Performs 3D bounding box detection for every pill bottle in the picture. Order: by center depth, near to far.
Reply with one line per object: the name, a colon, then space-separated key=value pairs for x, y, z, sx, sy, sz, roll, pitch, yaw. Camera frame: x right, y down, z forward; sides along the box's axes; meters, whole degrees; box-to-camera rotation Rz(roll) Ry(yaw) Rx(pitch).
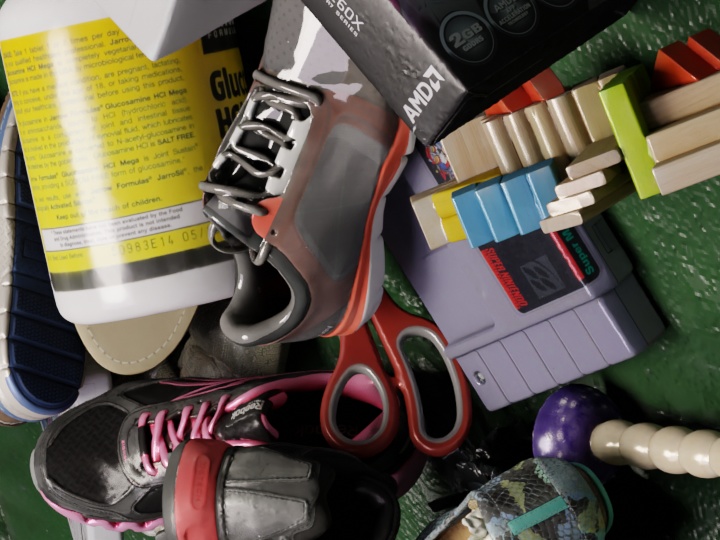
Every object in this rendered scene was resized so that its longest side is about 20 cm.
pill bottle: x=-0.110 y=-0.083 z=1.302 sx=0.112 sy=0.112 sz=0.201 roll=-4 pitch=100 yaw=53

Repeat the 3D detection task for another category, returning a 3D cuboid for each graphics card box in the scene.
graphics card box: x=0.012 y=-0.159 z=1.086 sx=0.200 sy=0.125 sz=0.051 roll=51 pitch=147 yaw=8

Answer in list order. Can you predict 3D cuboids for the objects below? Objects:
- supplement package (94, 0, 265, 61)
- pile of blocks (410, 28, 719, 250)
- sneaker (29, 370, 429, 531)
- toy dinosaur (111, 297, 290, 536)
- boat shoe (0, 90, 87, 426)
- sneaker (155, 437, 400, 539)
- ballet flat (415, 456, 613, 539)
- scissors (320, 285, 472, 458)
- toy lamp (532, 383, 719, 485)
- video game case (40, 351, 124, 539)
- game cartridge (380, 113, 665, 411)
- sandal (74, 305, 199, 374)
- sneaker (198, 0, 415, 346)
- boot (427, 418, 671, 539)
supplement package: x=-0.104 y=-0.212 z=1.200 sx=0.200 sy=0.109 sz=0.114 roll=46 pitch=145 yaw=16
pile of blocks: x=0.081 y=-0.055 z=1.104 sx=0.200 sy=0.082 sz=0.062 roll=-17 pitch=99 yaw=43
sneaker: x=-0.066 y=0.079 z=1.340 sx=0.095 sy=0.199 sz=0.079 roll=86 pitch=177 yaw=-75
toy dinosaur: x=-0.071 y=0.042 z=1.432 sx=0.102 sy=0.077 sz=0.200 roll=31 pitch=109 yaw=32
boat shoe: x=-0.182 y=-0.015 z=1.421 sx=0.072 sy=0.200 sz=0.072 roll=-18 pitch=146 yaw=41
sneaker: x=-0.017 y=0.135 z=1.302 sx=0.098 sy=0.071 sz=0.200 roll=-5 pitch=154 yaw=21
ballet flat: x=0.044 y=0.144 z=1.252 sx=0.074 sy=0.074 sz=0.200 roll=48 pitch=145 yaw=11
scissors: x=0.000 y=0.000 z=1.318 sx=0.014 sy=0.073 sz=0.200 roll=75 pitch=180 yaw=-69
toy lamp: x=0.157 y=0.081 z=1.172 sx=0.200 sy=0.058 sz=0.058 roll=0 pitch=118 yaw=51
video game case: x=-0.161 y=0.071 z=1.530 sx=0.182 sy=0.023 sz=0.200 roll=-113 pitch=17 yaw=-46
game cartridge: x=0.046 y=-0.036 z=1.238 sx=0.200 sy=0.038 sz=0.130 roll=58 pitch=151 yaw=-3
sandal: x=-0.118 y=-0.057 z=1.398 sx=0.070 sy=0.077 sz=0.212 roll=-60 pitch=-38 yaw=-83
sneaker: x=-0.030 y=-0.047 z=1.214 sx=0.077 sy=0.082 sz=0.200 roll=31 pitch=131 yaw=42
boot: x=0.115 y=0.173 z=1.303 sx=0.198 sy=0.073 sz=0.163 roll=36 pitch=137 yaw=25
